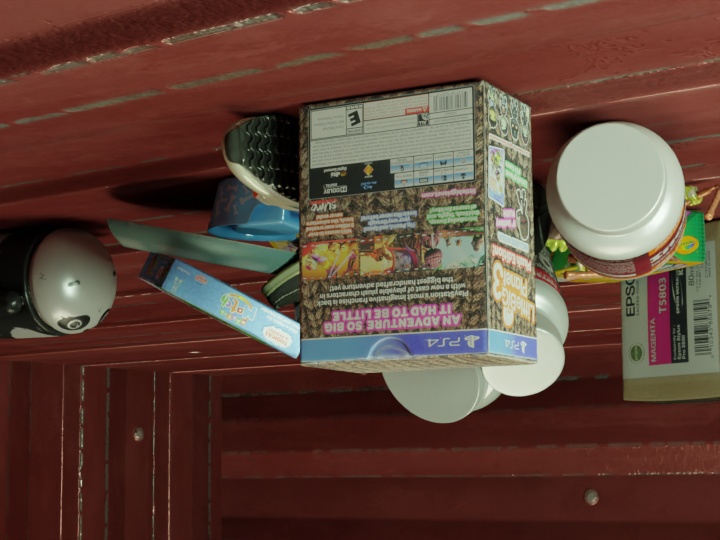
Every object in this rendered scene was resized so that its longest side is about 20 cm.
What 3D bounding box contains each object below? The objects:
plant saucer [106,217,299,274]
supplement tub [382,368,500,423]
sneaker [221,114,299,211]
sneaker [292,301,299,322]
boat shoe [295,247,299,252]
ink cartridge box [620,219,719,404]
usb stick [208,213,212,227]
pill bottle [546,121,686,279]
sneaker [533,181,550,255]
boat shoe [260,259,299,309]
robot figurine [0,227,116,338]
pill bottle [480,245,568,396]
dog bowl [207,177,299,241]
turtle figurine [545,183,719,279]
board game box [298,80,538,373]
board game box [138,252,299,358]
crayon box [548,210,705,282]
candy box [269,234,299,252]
[{"bbox_3d":[-0.159,-0.023,1.530,0.198,0.028,0.200,11,180,0],"label":"plant saucer"},{"bbox_3d":[0.122,0.068,1.685,0.144,0.147,0.200,-6,-159,35],"label":"supplement tub"},{"bbox_3d":[-0.067,-0.078,1.256,0.093,0.071,0.199,-12,170,31],"label":"sneaker"},{"bbox_3d":[0.007,-0.008,1.603,0.199,0.091,0.067,-19,159,-22],"label":"sneaker"},{"bbox_3d":[-0.016,-0.007,1.726,0.073,0.063,0.200,42,-172,25],"label":"boat shoe"},{"bbox_3d":[0.384,0.051,1.762,0.075,0.202,0.164,6,169,-37],"label":"ink cartridge box"},{"bbox_3d":[-0.062,-0.055,1.573,0.198,0.033,0.055,-4,171,21],"label":"usb stick"},{"bbox_3d":[0.213,-0.059,1.259,0.112,0.114,0.200,-2,173,13],"label":"pill bottle"},{"bbox_3d":[0.097,-0.037,1.455,0.115,0.076,0.200,0,-162,35],"label":"sneaker"},{"bbox_3d":[0.000,0.000,1.519,0.199,0.066,0.072,-24,173,-7],"label":"boat shoe"},{"bbox_3d":[-0.370,0.017,1.730,0.199,0.151,0.125,-5,141,33],"label":"robot figurine"},{"bbox_3d":[0.146,0.033,1.509,0.110,0.112,0.201,0,-147,-5],"label":"pill bottle"},{"bbox_3d":[-0.051,-0.063,1.452,0.198,0.050,0.111,-3,172,22],"label":"dog bowl"},{"bbox_3d":[0.242,-0.048,1.479,0.199,0.065,0.161,-31,-169,-21],"label":"turtle figurine"},{"bbox_3d":[0.043,-0.028,1.151,0.158,0.202,0.097,-4,172,29],"label":"board game box"},{"bbox_3d":[-0.142,0.032,1.536,0.150,0.037,0.200,28,176,-14],"label":"board game box"},{"bbox_3d":[0.283,-0.026,1.707,0.118,0.059,0.200,2,172,-22],"label":"crayon box"},{"bbox_3d":[-0.050,-0.038,1.717,0.101,0.027,0.200,-1,172,5],"label":"candy box"}]
